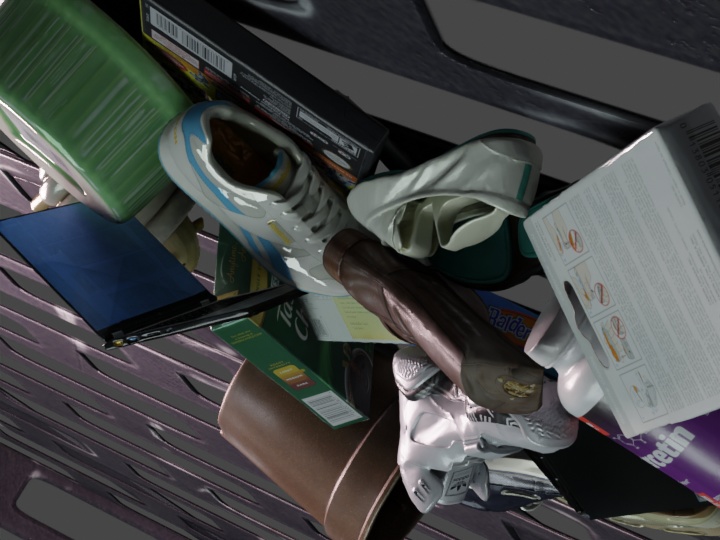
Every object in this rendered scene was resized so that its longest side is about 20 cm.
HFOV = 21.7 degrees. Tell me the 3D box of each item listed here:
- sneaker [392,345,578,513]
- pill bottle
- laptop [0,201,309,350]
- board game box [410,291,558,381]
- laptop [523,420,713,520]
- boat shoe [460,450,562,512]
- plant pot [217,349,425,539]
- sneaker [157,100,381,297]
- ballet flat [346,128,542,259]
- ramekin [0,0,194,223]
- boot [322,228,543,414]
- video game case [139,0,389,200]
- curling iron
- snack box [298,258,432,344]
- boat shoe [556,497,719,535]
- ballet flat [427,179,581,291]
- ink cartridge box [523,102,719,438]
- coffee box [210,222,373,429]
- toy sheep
[{"bbox_3d":[0.093,0.131,1.416,0.074,0.116,0.199,-7,-164,-33],"label":"sneaker"},{"bbox_3d":[0.218,0.080,1.325,0.199,0.113,0.112,32,163,-2],"label":"pill bottle"},{"bbox_3d":[-0.143,-0.015,1.452,0.198,0.117,0.187,-13,-176,24],"label":"laptop"},{"bbox_3d":[0.135,0.080,1.579,0.199,0.045,0.152,27,162,16],"label":"board game box"},{"bbox_3d":[0.178,0.117,1.518,0.200,0.103,0.178,50,177,40],"label":"laptop"},{"bbox_3d":[0.165,0.177,1.669,0.198,0.075,0.093,10,143,11],"label":"boat shoe"},{"bbox_3d":[-0.019,0.154,1.823,0.197,0.201,0.201,33,164,18],"label":"plant pot"},{"bbox_3d":[-0.055,-0.048,1.368,0.199,0.077,0.081,35,160,-17],"label":"sneaker"},{"bbox_3d":[0.050,-0.043,1.285,0.069,0.070,0.199,38,150,-22],"label":"ballet flat"},{"bbox_3d":[-0.217,-0.129,1.443,0.200,0.098,0.200,40,170,8],"label":"ramekin"},{"bbox_3d":[0.082,0.054,1.331,0.186,0.065,0.200,25,-173,-43],"label":"boot"},{"bbox_3d":[-0.074,-0.124,1.366,0.199,0.026,0.181,35,166,3],"label":"video game case"},{"bbox_3d":[0.054,-0.065,1.359,0.200,0.026,0.049,41,140,-12],"label":"curling iron"},{"bbox_3d":[0.000,0.000,1.526,0.199,0.037,0.117,-1,117,60],"label":"snack box"},{"bbox_3d":[0.243,0.198,1.685,0.199,0.073,0.065,8,152,40],"label":"boat shoe"},{"bbox_3d":[0.123,-0.022,1.288,0.073,0.074,0.199,38,156,-23],"label":"ballet flat"},{"bbox_3d":[0.185,0.008,1.137,0.161,0.047,0.200,65,158,5],"label":"ink cartridge box"},{"bbox_3d":[-0.056,0.042,1.644,0.044,0.124,0.200,-17,141,28],"label":"coffee box"},{"bbox_3d":[-0.219,-0.067,1.637,0.200,0.138,0.138,40,161,-11],"label":"toy sheep"}]
